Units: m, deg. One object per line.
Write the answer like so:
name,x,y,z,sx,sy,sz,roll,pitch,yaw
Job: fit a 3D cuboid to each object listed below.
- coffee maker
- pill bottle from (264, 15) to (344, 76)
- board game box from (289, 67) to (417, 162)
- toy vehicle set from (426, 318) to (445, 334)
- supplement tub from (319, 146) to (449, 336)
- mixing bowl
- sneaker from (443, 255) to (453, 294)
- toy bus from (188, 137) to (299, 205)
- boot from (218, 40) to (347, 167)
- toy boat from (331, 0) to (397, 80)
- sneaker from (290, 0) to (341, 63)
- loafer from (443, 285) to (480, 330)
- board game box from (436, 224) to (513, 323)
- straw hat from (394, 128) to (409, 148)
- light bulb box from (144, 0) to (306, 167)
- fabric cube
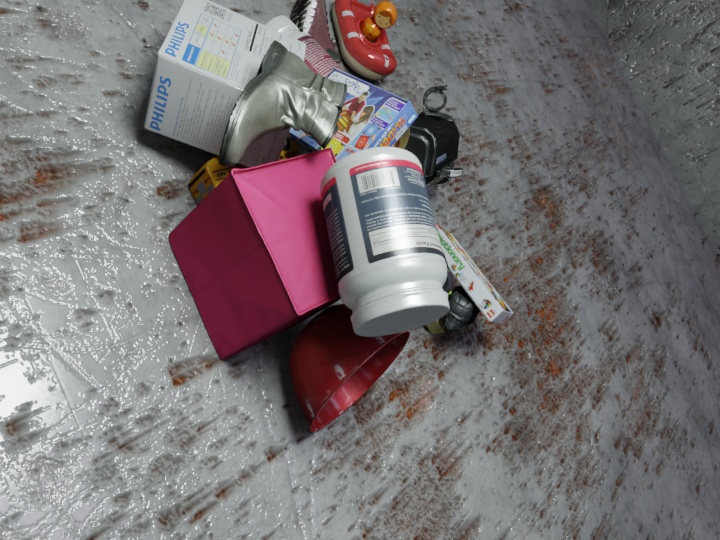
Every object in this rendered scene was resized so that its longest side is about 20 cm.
coffee maker,0.108,-0.245,1.205,0.200,0.131,0.198,-35,113,-64
pill bottle,-0.096,-0.341,1.110,0.201,0.115,0.114,48,43,6
board game box,-0.022,-0.227,0.962,0.136,0.199,0.035,-48,136,-4
toy vehicle set,0.115,0.008,1.163,0.201,0.026,0.127,54,38,-40
supplement tub,0.030,-0.034,0.785,0.138,0.139,0.206,4,67,-42
mixing bowl,-0.032,0.123,0.917,0.108,0.202,0.198,44,41,15
sneaker,0.096,-0.042,1.069,0.204,0.070,0.083,63,18,-4
toy bus,-0.174,-0.154,0.994,0.198,0.064,0.080,-28,89,-47
boot,-0.092,-0.196,0.811,0.128,0.068,0.204,28,64,-10
toy boat,0.027,-0.510,1.322,0.128,0.130,0.206,1,68,-42
sneaker,-0.082,-0.470,1.251,0.114,0.075,0.206,29,62,-36
loafer,0.192,0.074,1.205,0.067,0.072,0.200,33,11,13
board game box,0.203,0.009,1.171,0.202,0.034,0.126,55,14,18
straw hat,-0.009,-0.197,1.051,0.085,0.203,0.200,41,41,14
light bulb box,-0.195,-0.279,0.936,0.195,0.126,0.202,18,43,-17
fabric cube,-0.118,-0.025,0.885,0.194,0.198,0.204,-23,85,-45
